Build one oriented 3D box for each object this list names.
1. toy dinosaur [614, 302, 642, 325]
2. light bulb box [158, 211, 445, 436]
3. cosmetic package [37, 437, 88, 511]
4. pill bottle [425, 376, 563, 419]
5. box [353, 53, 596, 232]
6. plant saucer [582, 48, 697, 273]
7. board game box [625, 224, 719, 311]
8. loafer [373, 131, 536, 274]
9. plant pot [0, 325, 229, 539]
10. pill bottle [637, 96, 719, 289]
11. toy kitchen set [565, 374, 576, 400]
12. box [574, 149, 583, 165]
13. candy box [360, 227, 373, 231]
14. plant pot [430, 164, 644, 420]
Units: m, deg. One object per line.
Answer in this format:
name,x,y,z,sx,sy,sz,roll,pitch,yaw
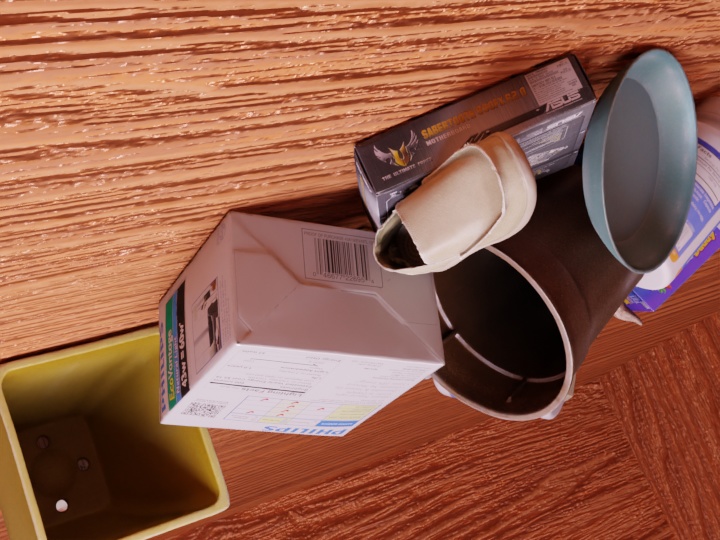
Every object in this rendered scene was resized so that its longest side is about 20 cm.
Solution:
toy dinosaur,0.215,0.004,1.270,0.200,0.136,0.086,11,170,13
light bulb box,-0.062,0.057,1.046,0.198,0.125,0.200,8,152,-26
cosmetic package,-0.307,0.211,1.361,0.200,0.104,0.087,-12,161,-36
pill bottle,0.157,0.113,1.455,0.200,0.112,0.112,10,179,23
box,0.096,-0.100,1.003,0.200,0.048,0.158,-23,166,-2
plant saucer,0.248,-0.098,1.042,0.036,0.200,0.200,7,-173,37
board game box,0.361,-0.013,1.375,0.134,0.045,0.200,-44,176,1
loafer,0.071,-0.041,0.920,0.068,0.076,0.200,-23,167,-29
plant pot,-0.283,0.192,1.175,0.194,0.196,0.200,-13,169,-36
pill bottle,0.332,-0.086,1.210,0.200,0.112,0.112,-47,172,-17
toy kitchen set,0.241,0.035,1.507,0.163,0.200,0.180,21,150,-12
box,0.249,-0.101,1.275,0.121,0.032,0.200,-32,166,28
candy box,0.000,0.000,1.252,0.102,0.026,0.200,-32,164,14
plant pot,0.167,0.006,1.110,0.198,0.200,0.200,-37,176,-36
